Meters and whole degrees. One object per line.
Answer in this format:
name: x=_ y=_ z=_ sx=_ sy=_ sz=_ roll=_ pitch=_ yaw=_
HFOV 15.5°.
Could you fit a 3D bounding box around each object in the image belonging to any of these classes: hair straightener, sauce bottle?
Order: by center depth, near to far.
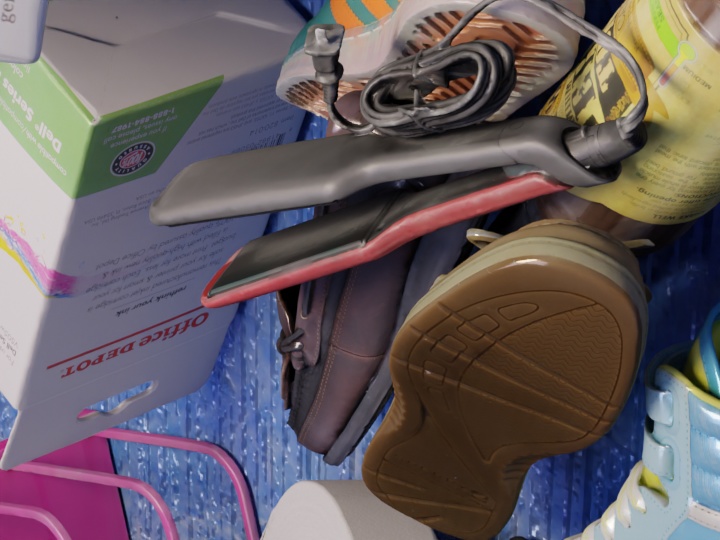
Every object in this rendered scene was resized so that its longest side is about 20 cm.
hair straightener: x=0.006 y=-0.040 z=0.820 sx=0.200 sy=0.041 sz=0.077 roll=-13 pitch=118 yaw=44
sauce bottle: x=0.092 y=-0.045 z=0.832 sx=0.065 sy=0.065 sz=0.200 roll=58 pitch=147 yaw=15

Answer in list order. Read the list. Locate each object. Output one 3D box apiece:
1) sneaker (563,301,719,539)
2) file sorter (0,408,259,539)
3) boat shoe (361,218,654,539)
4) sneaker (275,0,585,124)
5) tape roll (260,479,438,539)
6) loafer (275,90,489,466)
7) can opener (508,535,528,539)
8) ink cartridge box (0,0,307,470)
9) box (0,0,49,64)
sneaker: x=0.103 y=0.074 z=0.871 sx=0.200 sy=0.080 sz=0.131 roll=-6 pitch=104 yaw=43
file sorter: x=-0.146 y=0.161 z=1.130 sx=0.125 sy=0.200 sz=0.139 roll=4 pitch=110 yaw=48
boat shoe: x=0.048 y=0.026 z=0.869 sx=0.073 sy=0.063 sz=0.200 roll=29 pitch=152 yaw=-2
sneaker: x=0.031 y=-0.095 z=0.896 sx=0.200 sy=0.071 sz=0.080 roll=-21 pitch=50 yaw=68
tape roll: x=-0.005 y=0.180 z=1.020 sx=0.203 sy=0.037 sz=0.203 roll=-179 pitch=90 yaw=-74
loafer: x=0.000 y=0.000 z=0.946 sx=0.063 sy=0.072 sz=0.200 roll=28 pitch=146 yaw=1
can opener: x=0.042 y=0.194 z=1.017 sx=0.079 sy=0.063 sz=0.200 roll=29 pitch=128 yaw=42
ink cartridge box: x=-0.098 y=-0.022 z=1.045 sx=0.067 sy=0.117 sz=0.200 roll=47 pitch=138 yaw=25
box: x=-0.165 y=-0.190 z=0.869 sx=0.200 sy=0.131 sz=0.199 roll=-131 pitch=51 yaw=-66
